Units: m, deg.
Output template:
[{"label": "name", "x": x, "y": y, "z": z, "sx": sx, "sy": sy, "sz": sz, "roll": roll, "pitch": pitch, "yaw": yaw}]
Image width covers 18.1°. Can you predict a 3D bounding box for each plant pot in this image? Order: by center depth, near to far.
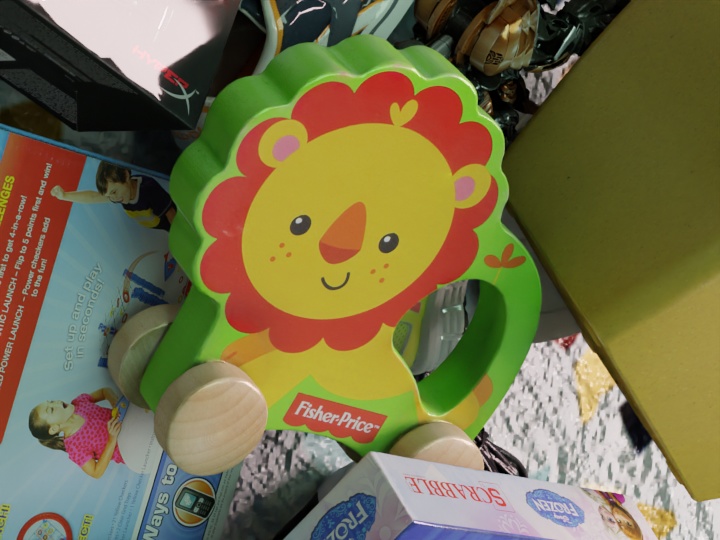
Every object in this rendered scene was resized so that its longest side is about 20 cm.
[{"label": "plant pot", "x": 0.180, "y": -0.014, "z": 1.045, "sx": 0.176, "sy": 0.200, "sz": 0.200, "roll": -33, "pitch": 130, "yaw": 2}]

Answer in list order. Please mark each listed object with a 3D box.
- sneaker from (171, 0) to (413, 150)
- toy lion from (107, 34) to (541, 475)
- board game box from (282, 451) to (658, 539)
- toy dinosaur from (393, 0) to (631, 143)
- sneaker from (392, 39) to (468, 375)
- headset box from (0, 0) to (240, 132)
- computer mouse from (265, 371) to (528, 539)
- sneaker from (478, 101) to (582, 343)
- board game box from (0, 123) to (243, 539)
[{"label": "sneaker", "x": -0.025, "y": -0.135, "z": 1.036, "sx": 0.079, "sy": 0.078, "sz": 0.200, "roll": 37, "pitch": 73, "yaw": -40}, {"label": "toy lion", "x": 0.000, "y": 0.000, "z": 0.944, "sx": 0.200, "sy": 0.069, "sz": 0.192, "roll": 19, "pitch": 109, "yaw": -38}, {"label": "board game box", "x": 0.011, "y": 0.169, "z": 1.017, "sx": 0.200, "sy": 0.041, "sz": 0.200, "roll": 14, "pitch": 126, "yaw": -49}, {"label": "toy dinosaur", "x": 0.068, "y": -0.115, "z": 1.065, "sx": 0.136, "sy": 0.200, "sz": 0.102, "roll": -29, "pitch": 83, "yaw": -47}, {"label": "sneaker", "x": 0.005, "y": -0.018, "z": 1.030, "sx": 0.090, "sy": 0.078, "sz": 0.200, "roll": -7, "pitch": 135, "yaw": -8}, {"label": "headset box", "x": -0.103, "y": -0.176, "z": 0.883, "sx": 0.149, "sy": 0.075, "sz": 0.201, "roll": 37, "pitch": 64, "yaw": -44}, {"label": "computer mouse", "x": 0.003, "y": 0.137, "z": 1.103, "sx": 0.200, "sy": 0.044, "sz": 0.110, "roll": -46, "pitch": 120, "yaw": -25}, {"label": "sneaker", "x": 0.142, "y": -0.043, "z": 1.177, "sx": 0.200, "sy": 0.074, "sz": 0.116, "roll": -19, "pitch": 108, "yaw": -34}, {"label": "board game box", "x": -0.137, "y": 0.046, "z": 0.968, "sx": 0.195, "sy": 0.056, "sz": 0.201, "roll": 17, "pitch": 90, "yaw": -37}]
